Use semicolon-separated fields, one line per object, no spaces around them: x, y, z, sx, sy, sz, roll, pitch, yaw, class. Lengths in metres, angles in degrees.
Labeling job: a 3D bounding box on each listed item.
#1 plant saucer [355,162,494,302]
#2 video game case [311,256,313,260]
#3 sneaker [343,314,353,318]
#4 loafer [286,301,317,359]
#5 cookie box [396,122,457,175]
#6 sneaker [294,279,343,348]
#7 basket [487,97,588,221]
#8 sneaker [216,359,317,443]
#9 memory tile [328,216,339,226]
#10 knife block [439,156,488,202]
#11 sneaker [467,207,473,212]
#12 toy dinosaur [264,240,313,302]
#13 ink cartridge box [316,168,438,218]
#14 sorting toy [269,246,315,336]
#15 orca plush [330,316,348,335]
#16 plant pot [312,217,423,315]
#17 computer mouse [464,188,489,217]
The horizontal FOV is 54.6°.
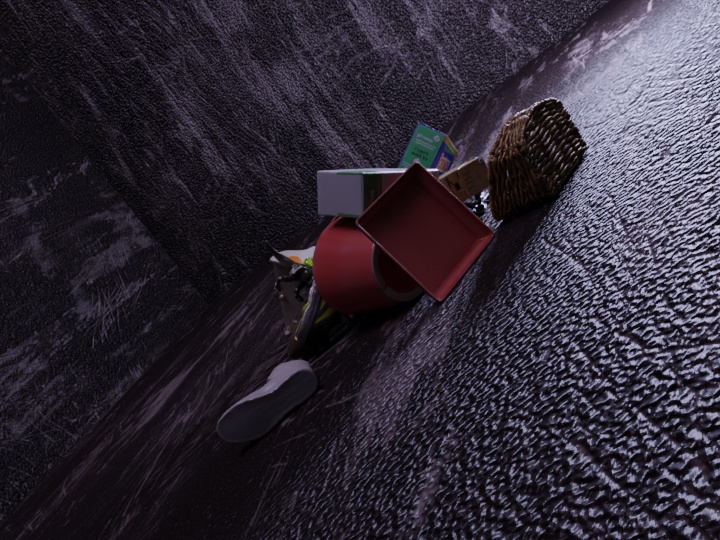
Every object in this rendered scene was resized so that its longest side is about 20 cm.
0.112;-0.065;1.226;0.200;0.199;0.037;-46;-4;-34;plant saucer
-0.034;-0.025;1.685;0.142;0.019;0.201;-40;-27;-6;video game case
0.000;0.000;1.457;0.076;0.080;0.203;12;-70;-54;sneaker
-0.130;0.132;1.540;0.070;0.073;0.200;-36;10;13;loafer
0.129;-0.199;1.525;0.203;0.074;0.171;-65;-16;5;cookie box
-0.066;0.064;1.422;0.203;0.083;0.075;-65;13;9;sneaker
0.300;-0.212;1.290;0.148;0.144;0.200;-25;17;50;basket
-0.167;0.235;1.270;0.197;0.075;0.116;-30;8;-4;sneaker
-0.002;-0.119;1.493;0.199;0.017;0.154;-29;-24;-49;memory tile
0.193;-0.176;1.479;0.198;0.065;0.175;-31;6;-22;knife block
0.139;-0.064;1.410;0.198;0.077;0.081;-29;7;42;sneaker
-0.148;0.017;1.589;0.090;0.197;0.047;-63;-11;12;toy dinosaur
0.035;-0.150;1.334;0.197;0.090;0.144;-11;13;-38;ink cartridge box
-0.125;0.031;1.716;0.104;0.204;0.180;1;25;22;sorting toy
-0.033;0.056;1.526;0.199;0.071;0.105;-42;11;-14;orca plush
0.032;-0.015;1.322;0.200;0.202;0.176;-43;20;-25;plant pot
0.191;-0.117;1.521;0.198;0.053;0.139;-33;13;30;computer mouse
